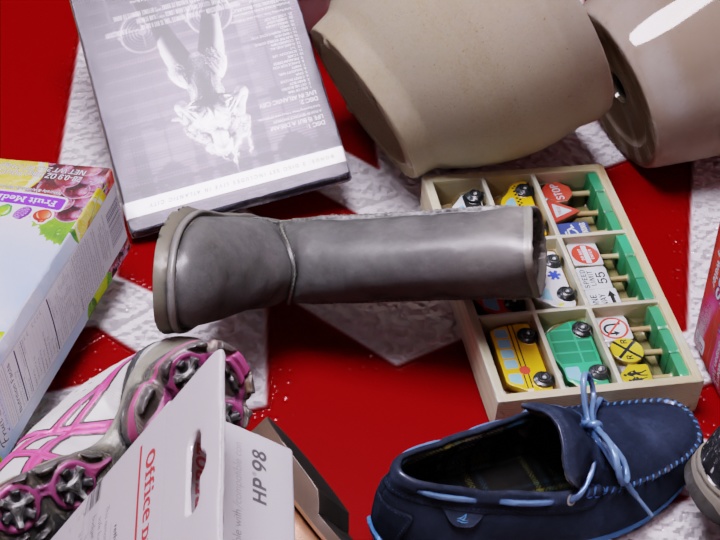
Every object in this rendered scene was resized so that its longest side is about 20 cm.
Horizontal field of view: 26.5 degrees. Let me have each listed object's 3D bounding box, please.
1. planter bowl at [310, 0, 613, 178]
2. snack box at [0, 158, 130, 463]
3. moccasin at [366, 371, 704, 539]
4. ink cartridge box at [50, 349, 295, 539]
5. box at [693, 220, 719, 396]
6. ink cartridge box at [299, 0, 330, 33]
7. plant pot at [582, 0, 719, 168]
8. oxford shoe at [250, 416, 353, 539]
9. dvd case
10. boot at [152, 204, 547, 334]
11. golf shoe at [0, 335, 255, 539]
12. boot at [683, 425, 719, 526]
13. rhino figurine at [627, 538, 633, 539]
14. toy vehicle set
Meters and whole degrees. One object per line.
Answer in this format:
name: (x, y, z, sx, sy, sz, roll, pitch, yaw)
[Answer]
planter bowl: (0.052, -0.147, 1.000, 0.134, 0.201, 0.201, -35, 51, -5)
snack box: (-0.245, 0.018, 0.858, 0.167, 0.068, 0.201, 5, 43, 15)
moccasin: (0.101, 0.106, 0.800, 0.198, 0.069, 0.081, -18, 46, -25)
ink cartridge box: (-0.085, 0.142, 0.649, 0.066, 0.200, 0.117, 26, 36, -25)
box: (0.255, -0.002, 0.832, 0.094, 0.201, 0.100, -6, 43, -8)
ink cartridge box: (-0.079, -0.266, 1.124, 0.198, 0.125, 0.130, 12, 69, 7)
plant pot: (0.244, -0.158, 1.032, 0.172, 0.201, 0.201, -27, 48, -6)
oxford shoe: (-0.016, 0.166, 0.744, 0.071, 0.071, 0.200, -39, 54, -2)
dvd case: (-0.103, -0.133, 1.002, 0.147, 0.016, 0.202, -15, 73, -7)
boot: (0.000, -0.002, 0.856, 0.198, 0.073, 0.182, 6, 15, 15)
golf shoe: (-0.146, 0.109, 0.792, 0.200, 0.073, 0.092, -39, 21, -28)
boot: (0.282, 0.069, 0.783, 0.201, 0.155, 0.074, 3, 39, -15)
rhino figurine: (0.203, 0.163, 0.751, 0.197, 0.060, 0.088, -2, 23, -6)
toy vehicle set: (0.117, 0.011, 0.936, 0.123, 0.027, 0.201, -5, 43, -10)
